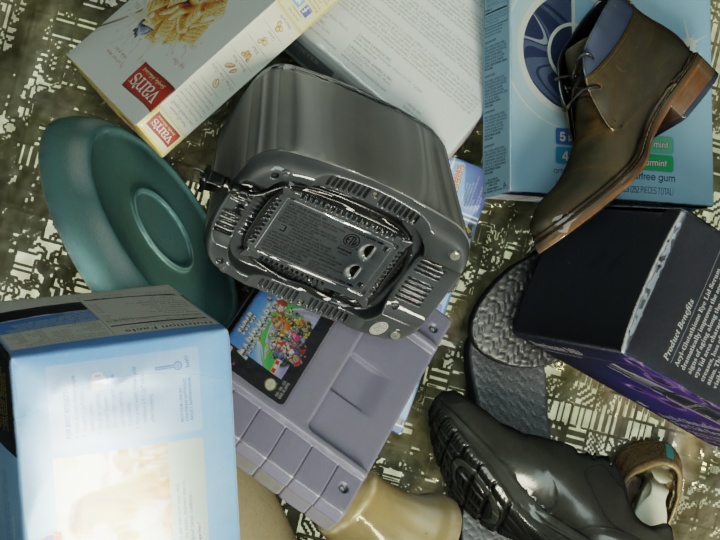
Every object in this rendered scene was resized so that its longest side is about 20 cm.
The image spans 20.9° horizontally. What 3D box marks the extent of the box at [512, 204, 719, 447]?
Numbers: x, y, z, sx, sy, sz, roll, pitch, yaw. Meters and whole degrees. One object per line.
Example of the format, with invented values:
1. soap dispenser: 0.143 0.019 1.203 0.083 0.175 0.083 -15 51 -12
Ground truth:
1. box: 0.230 0.044 1.331 0.199 0.148 0.105 28 82 -23

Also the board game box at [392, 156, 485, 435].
1. board game box: 0.000 0.000 1.398 0.134 0.034 0.201 21 86 -4

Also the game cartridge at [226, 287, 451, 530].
1. game cartridge: -0.028 0.063 1.301 0.129 0.038 0.200 38 45 -7

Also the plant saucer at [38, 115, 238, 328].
1. plant saucer: -0.140 -0.022 1.309 0.027 0.200 0.201 -32 92 18

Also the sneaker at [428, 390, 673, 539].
1. sneaker: 0.130 0.151 1.348 0.200 0.076 0.091 45 66 7

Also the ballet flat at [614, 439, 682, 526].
1. ballet flat: 0.183 0.216 1.391 0.067 0.072 0.201 25 87 -5

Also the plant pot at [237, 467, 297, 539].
1. plant pot: -0.137 0.163 1.325 0.187 0.187 0.200 -45 104 -4

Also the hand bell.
1. hand bell: -0.032 0.135 1.326 0.104 0.104 0.200 -47 114 -4

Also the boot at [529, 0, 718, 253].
1. boot: 0.151 -0.102 1.309 0.097 0.075 0.200 46 59 -5

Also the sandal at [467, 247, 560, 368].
1. sandal: 0.153 0.003 1.406 0.200 0.045 0.075 -40 101 -23

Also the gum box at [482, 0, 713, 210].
1. gum box: 0.168 -0.147 1.378 0.169 0.044 0.202 2 85 -25

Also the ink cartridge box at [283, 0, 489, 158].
1. ink cartridge box: 0.052 -0.191 1.403 0.162 0.050 0.200 40 65 2

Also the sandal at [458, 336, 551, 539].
1. sandal: 0.106 0.137 1.407 0.075 0.043 0.202 6 79 -11

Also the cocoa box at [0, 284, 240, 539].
1. cocoa box: -0.150 0.123 1.153 0.132 0.131 0.202 -7 103 -20

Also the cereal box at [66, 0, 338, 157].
1. cereal box: -0.097 -0.179 1.345 0.200 0.144 0.040 -42 127 -5

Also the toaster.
1. toaster: -0.024 -0.051 1.292 0.199 0.130 0.114 22 126 -19
